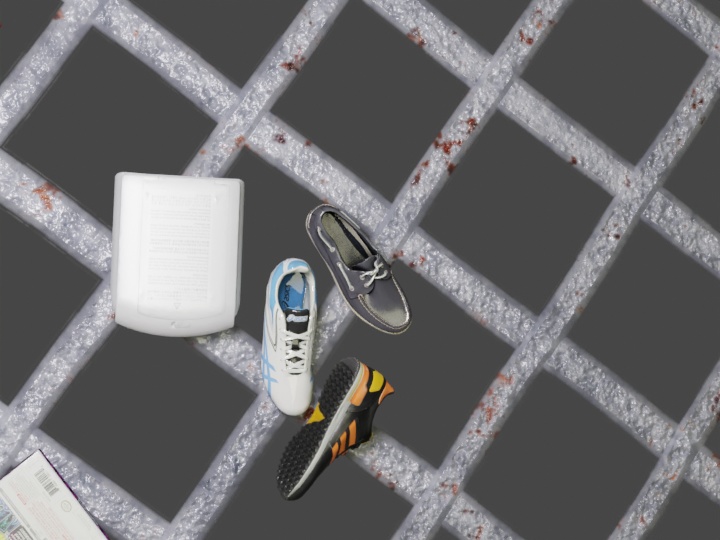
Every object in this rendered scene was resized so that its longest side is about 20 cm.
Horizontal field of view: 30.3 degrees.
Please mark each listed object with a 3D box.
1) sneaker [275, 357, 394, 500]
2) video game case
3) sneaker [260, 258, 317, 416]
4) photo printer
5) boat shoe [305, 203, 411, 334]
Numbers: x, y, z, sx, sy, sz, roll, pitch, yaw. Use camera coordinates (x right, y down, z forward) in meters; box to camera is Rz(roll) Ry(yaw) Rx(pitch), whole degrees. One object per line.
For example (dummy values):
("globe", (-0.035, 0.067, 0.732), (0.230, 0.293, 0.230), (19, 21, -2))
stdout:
("sneaker", (-0.027, 0.215, 1.701), (0.090, 0.070, 0.201), (29, 90, -30))
("video game case", (-0.407, 0.354, 1.635), (0.181, 0.036, 0.201), (-39, 93, -11))
("sneaker", (-0.089, 0.085, 1.696), (0.071, 0.072, 0.203), (0, 87, -12))
("photo printer", (-0.231, -0.018, 1.677), (0.164, 0.069, 0.203), (2, 86, -11))
("boat shoe", (0.000, 0.000, 1.722), (0.072, 0.063, 0.201), (-37, 93, -11))
